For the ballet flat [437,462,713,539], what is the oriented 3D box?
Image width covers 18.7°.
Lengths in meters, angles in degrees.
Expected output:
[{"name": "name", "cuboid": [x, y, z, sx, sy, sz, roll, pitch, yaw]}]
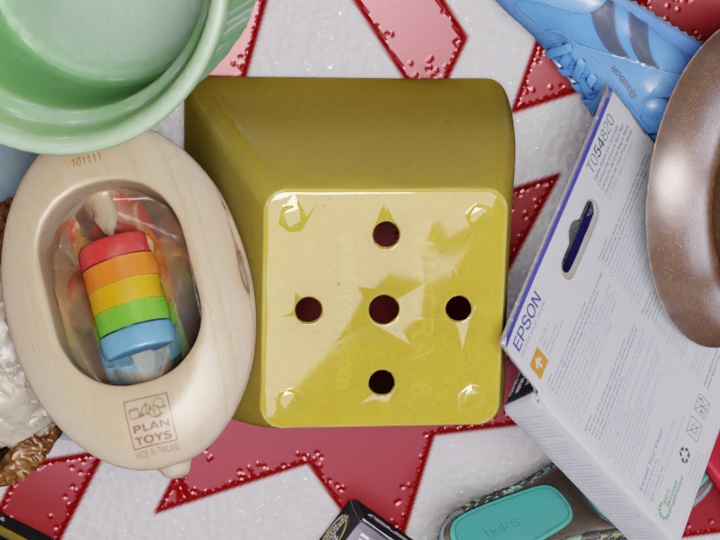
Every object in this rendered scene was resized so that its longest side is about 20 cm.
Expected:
[{"name": "ballet flat", "cuboid": [0.132, 0.157, 1.387, 0.199, 0.074, 0.075, -15, 106, -22]}]

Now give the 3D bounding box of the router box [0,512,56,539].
[{"name": "router box", "cuboid": [-0.199, 0.207, 1.306, 0.200, 0.157, 0.052, 29, 99, -15]}]

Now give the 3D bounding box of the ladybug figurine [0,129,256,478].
[{"name": "ladybug figurine", "cuboid": [-0.124, 0.018, 1.198, 0.135, 0.072, 0.201, -13, 78, 3]}]

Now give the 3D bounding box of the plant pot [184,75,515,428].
[{"name": "plant pot", "cuboid": [0.000, 0.000, 1.273, 0.199, 0.176, 0.201, 0, 104, -8]}]

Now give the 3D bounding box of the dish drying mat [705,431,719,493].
[{"name": "dish drying mat", "cuboid": [0.240, 0.111, 1.397, 0.200, 0.018, 0.077, 52, 49, -15]}]

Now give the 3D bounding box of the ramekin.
[{"name": "ramekin", "cuboid": [-0.147, -0.168, 1.147, 0.199, 0.098, 0.201, 4, 105, 16]}]

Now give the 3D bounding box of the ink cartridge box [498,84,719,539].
[{"name": "ink cartridge box", "cuboid": [0.154, 0.028, 1.290, 0.200, 0.041, 0.200, 48, 53, -32]}]

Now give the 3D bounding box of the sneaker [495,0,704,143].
[{"name": "sneaker", "cuboid": [0.155, -0.120, 1.318, 0.200, 0.066, 0.079, 28, 88, -16]}]

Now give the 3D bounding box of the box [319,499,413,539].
[{"name": "box", "cuboid": [0.027, 0.268, 1.411, 0.200, 0.049, 0.161, 35, 95, -15]}]

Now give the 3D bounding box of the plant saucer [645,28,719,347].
[{"name": "plant saucer", "cuboid": [0.238, -0.050, 1.304, 0.200, 0.032, 0.201, -15, 110, -46]}]

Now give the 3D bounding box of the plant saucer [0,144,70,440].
[{"name": "plant saucer", "cuboid": [-0.167, 0.001, 1.294, 0.200, 0.039, 0.202, 6, 105, 22]}]

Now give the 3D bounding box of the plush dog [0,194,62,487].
[{"name": "plush dog", "cuboid": [-0.244, 0.040, 1.247, 0.171, 0.161, 0.201, 4, 106, -2]}]
